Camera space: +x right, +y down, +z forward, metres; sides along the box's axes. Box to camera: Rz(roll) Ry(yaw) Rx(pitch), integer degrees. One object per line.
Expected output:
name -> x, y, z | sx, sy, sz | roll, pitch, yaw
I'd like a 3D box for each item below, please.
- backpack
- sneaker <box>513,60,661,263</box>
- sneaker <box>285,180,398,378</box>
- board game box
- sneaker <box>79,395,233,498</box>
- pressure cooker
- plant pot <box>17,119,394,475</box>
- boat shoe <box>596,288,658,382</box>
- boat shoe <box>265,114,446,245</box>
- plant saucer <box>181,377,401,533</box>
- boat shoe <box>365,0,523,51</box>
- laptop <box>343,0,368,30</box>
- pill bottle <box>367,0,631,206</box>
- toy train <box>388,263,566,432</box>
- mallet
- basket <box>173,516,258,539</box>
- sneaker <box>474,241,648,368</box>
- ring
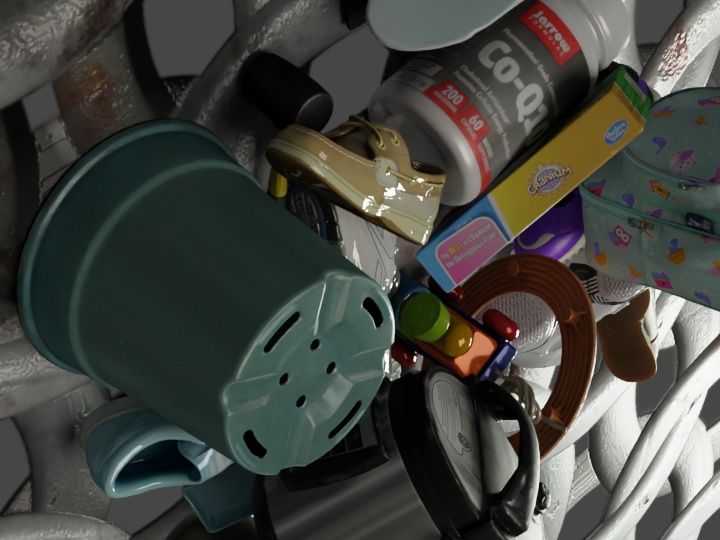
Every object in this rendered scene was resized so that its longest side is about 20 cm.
backpack -> 0.282, -0.063, 1.402 | 0.176, 0.200, 0.154 | -41, 124, -34
sneaker -> 0.182, -0.101, 1.482 | 0.099, 0.069, 0.200 | 39, 81, -47
sneaker -> 0.000, 0.000, 1.306 | 0.087, 0.074, 0.200 | -33, 122, -42
board game box -> 0.141, -0.075, 1.343 | 0.200, 0.040, 0.153 | -41, -177, 17
sneaker -> -0.102, 0.120, 1.230 | 0.200, 0.082, 0.074 | -20, 131, -3
pressure cooker -> 0.043, 0.167, 1.236 | 0.200, 0.176, 0.179 | -31, 161, 18
plant pot -> -0.095, 0.027, 1.139 | 0.200, 0.196, 0.201 | -28, 134, -33
boat shoe -> 0.256, 0.028, 1.665 | 0.200, 0.070, 0.070 | 72, 21, -50
boat shoe -> 0.001, -0.075, 1.192 | 0.067, 0.074, 0.200 | -64, 153, 0
plant saucer -> -0.042, 0.144, 1.327 | 0.200, 0.019, 0.070 | -25, 138, -1
boat shoe -> 0.092, -0.216, 1.244 | 0.200, 0.071, 0.091 | -28, -177, -7
laptop -> 0.078, -0.275, 1.195 | 0.177, 0.103, 0.200 | -32, 137, -29
pill bottle -> 0.112, -0.152, 1.315 | 0.200, 0.114, 0.114 | -42, 141, -20
toy train -> 0.077, 0.057, 1.359 | 0.085, 0.200, 0.116 | -53, 139, -2
mallet -> -0.067, -0.071, 1.241 | 0.041, 0.066, 0.200 | -26, 148, -34
basket -> -0.067, 0.294, 1.358 | 0.180, 0.200, 0.136 | 5, 116, -51
sneaker -> 0.199, 0.024, 1.543 | 0.200, 0.075, 0.115 | -28, 160, -1
ring -> 0.118, 0.079, 1.426 | 0.019, 0.200, 0.201 | 23, 98, -39
